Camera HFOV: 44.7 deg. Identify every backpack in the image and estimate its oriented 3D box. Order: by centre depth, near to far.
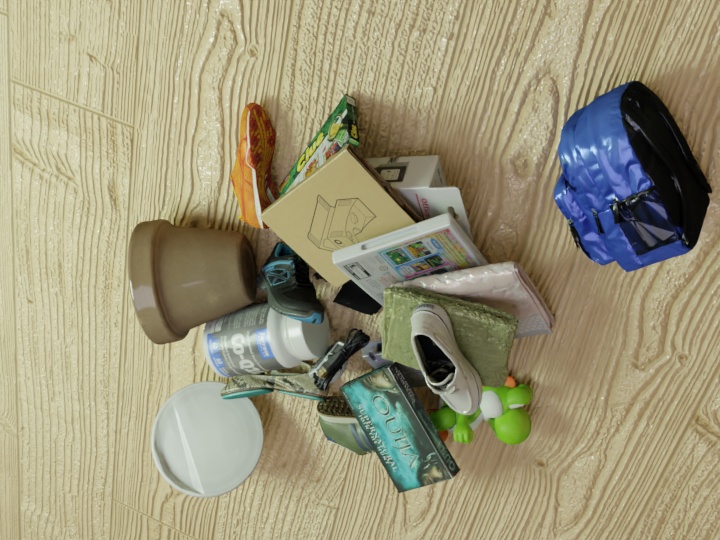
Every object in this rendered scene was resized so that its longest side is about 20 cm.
[{"bbox_3d":[0.328,-0.118,1.107,0.166,0.163,0.202,-22,108,34],"label":"backpack"}]

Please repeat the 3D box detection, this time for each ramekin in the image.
[{"bbox_3d":[-0.274,0.307,1.581,0.200,0.204,0.094,33,162,2],"label":"ramekin"}]

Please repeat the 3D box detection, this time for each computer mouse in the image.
[{"bbox_3d":[-0.039,0.150,1.411,0.044,0.110,0.200,39,168,-2],"label":"computer mouse"}]

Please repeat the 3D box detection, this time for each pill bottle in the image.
[{"bbox_3d":[-0.156,0.110,1.464,0.196,0.114,0.116,-12,112,28],"label":"pill bottle"}]

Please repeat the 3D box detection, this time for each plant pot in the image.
[{"bbox_3d":[-0.263,0.011,1.429,0.170,0.201,0.204,-7,115,7],"label":"plant pot"}]

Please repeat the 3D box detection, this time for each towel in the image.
[{"bbox_3d":[0.123,0.094,1.261,0.195,0.037,0.151,13,133,11],"label":"towel"},{"bbox_3d":[0.168,0.056,1.291,0.196,0.033,0.191,-12,144,27],"label":"towel"}]

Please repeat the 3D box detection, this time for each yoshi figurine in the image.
[{"bbox_3d":[0.191,0.246,1.403,0.197,0.114,0.113,-22,123,28],"label":"yoshi figurine"}]

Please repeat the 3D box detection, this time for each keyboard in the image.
[{"bbox_3d":[0.000,0.000,1.350,0.125,0.021,0.201,21,143,-10],"label":"keyboard"}]

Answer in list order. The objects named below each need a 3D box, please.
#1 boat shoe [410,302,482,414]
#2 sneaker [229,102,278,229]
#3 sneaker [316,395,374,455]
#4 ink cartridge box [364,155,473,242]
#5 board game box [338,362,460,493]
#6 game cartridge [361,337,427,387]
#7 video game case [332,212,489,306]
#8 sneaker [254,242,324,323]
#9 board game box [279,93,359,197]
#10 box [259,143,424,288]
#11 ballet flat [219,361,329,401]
[{"bbox_3d":[0.119,0.141,1.231,0.070,0.066,0.203,-5,127,24],"label":"boat shoe"},{"bbox_3d":[-0.173,-0.159,1.355,0.076,0.073,0.204,16,119,26],"label":"sneaker"},{"bbox_3d":[0.020,0.280,1.516,0.196,0.067,0.091,10,128,18],"label":"sneaker"},{"bbox_3d":[0.065,-0.100,1.266,0.195,0.068,0.117,1,139,22],"label":"ink cartridge box"},{"bbox_3d":[0.060,0.253,1.404,0.134,0.028,0.203,-29,92,46],"label":"board game box"},{"bbox_3d":[0.116,0.139,1.377,0.196,0.039,0.130,-10,148,28],"label":"game cartridge"},{"bbox_3d":[0.080,-0.007,1.266,0.179,0.024,0.200,-18,151,19],"label":"video game case"},{"bbox_3d":[-0.108,0.019,1.362,0.072,0.200,0.083,18,102,-35],"label":"sneaker"},{"bbox_3d":[-0.065,-0.154,1.293,0.023,0.106,0.201,23,128,-24],"label":"board game box"},{"bbox_3d":[-0.026,-0.071,1.246,0.163,0.021,0.199,43,131,-18],"label":"box"},{"bbox_3d":[-0.149,0.188,1.532,0.195,0.068,0.077,-1,78,11],"label":"ballet flat"}]
